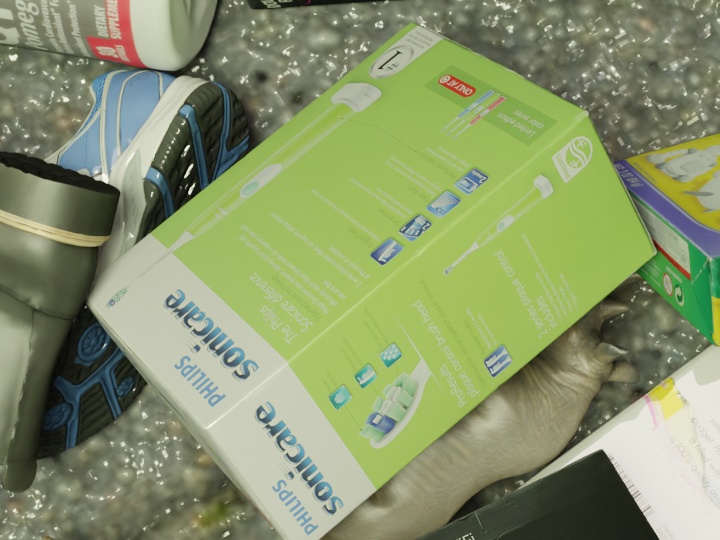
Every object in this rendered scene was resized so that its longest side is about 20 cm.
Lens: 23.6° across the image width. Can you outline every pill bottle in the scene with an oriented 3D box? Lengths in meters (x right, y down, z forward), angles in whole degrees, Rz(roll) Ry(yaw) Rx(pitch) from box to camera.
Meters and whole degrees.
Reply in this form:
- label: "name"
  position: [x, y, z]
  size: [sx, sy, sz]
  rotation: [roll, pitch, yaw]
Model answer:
- label: "pill bottle"
  position: [-0.171, -0.162, 0.816]
  size: [0.199, 0.111, 0.111]
  rotation: [10, 81, 8]

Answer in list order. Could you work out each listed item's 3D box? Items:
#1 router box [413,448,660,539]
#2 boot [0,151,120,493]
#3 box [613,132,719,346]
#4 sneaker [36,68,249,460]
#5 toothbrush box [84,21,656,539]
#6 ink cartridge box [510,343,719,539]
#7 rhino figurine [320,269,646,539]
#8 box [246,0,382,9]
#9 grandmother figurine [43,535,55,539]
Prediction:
- label: "router box"
  position: [0.045, 0.178, 0.671]
  size: [0.200, 0.051, 0.149]
  rotation: [-24, 58, -8]
- label: "boot"
  position: [-0.213, 0.004, 0.765]
  size: [0.200, 0.077, 0.139]
  rotation: [18, 97, 26]
- label: "box"
  position: [0.220, -0.033, 0.751]
  size: [0.200, 0.117, 0.048]
  rotation: [-14, 116, -11]
- label: "sneaker"
  position: [-0.127, -0.004, 0.816]
  size: [0.077, 0.076, 0.200]
  rotation: [24, 83, 31]
- label: "toothbrush box"
  position: [0.000, 0.000, 0.743]
  size: [0.200, 0.086, 0.146]
  rotation: [-39, 35, -11]
- label: "ink cartridge box"
  position: [0.172, 0.095, 0.770]
  size: [0.200, 0.068, 0.117]
  rotation: [-36, 80, -1]
- label: "rhino figurine"
  position: [0.051, 0.059, 0.778]
  size: [0.200, 0.060, 0.088]
  rotation: [-34, 57, 1]
- label: "box"
  position: [0.034, -0.203, 0.789]
  size: [0.199, 0.149, 0.125]
  rotation: [-3, 82, 3]
- label: "grandmother figurine"
  position: [-0.051, 0.178, 0.765]
  size: [0.199, 0.061, 0.122]
  rotation: [10, 59, -4]
